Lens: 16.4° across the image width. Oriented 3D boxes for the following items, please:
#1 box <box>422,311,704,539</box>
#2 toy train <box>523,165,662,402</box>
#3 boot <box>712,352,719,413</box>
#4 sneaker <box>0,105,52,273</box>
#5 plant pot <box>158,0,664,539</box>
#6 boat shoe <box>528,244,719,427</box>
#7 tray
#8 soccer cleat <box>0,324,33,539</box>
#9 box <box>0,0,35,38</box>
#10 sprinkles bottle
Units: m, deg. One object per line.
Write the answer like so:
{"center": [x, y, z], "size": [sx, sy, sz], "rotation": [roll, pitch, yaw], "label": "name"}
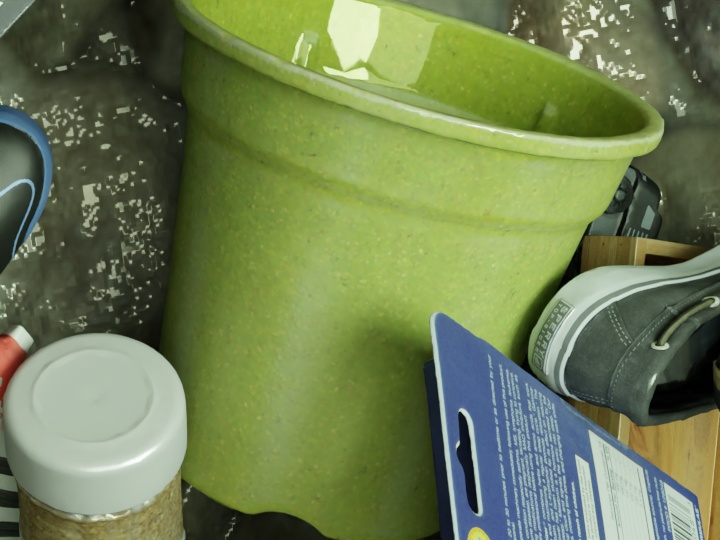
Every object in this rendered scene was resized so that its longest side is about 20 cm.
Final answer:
{"center": [0.076, 0.106, 0.932], "size": [0.032, 0.122, 0.200], "rotation": [-23, 142, 26], "label": "box"}
{"center": [0.087, 0.050, 1.094], "size": [0.046, 0.034, 0.201], "rotation": [18, 93, -27], "label": "toy train"}
{"center": [0.229, -0.009, 0.911], "size": [0.199, 0.077, 0.139], "rotation": [-2, 106, -1], "label": "boot"}
{"center": [-0.199, 0.013, 0.998], "size": [0.200, 0.078, 0.070], "rotation": [-45, 103, -4], "label": "sneaker"}
{"center": [0.000, 0.000, 0.998], "size": [0.199, 0.200, 0.185], "rotation": [12, 106, -14], "label": "plant pot"}
{"center": [0.152, 0.026, 1.000], "size": [0.200, 0.066, 0.070], "rotation": [-4, 121, -49], "label": "boat shoe"}
{"center": [0.131, 0.090, 1.073], "size": [0.098, 0.037, 0.201], "rotation": [7, 87, -40], "label": "tray"}
{"center": [-0.164, 0.067, 0.973], "size": [0.085, 0.068, 0.200], "rotation": [-49, 150, -21], "label": "soccer cleat"}
{"center": [-0.183, -0.071, 0.928], "size": [0.050, 0.198, 0.200], "rotation": [42, 87, -14], "label": "box"}
{"center": [-0.101, 0.113, 0.986], "size": [0.068, 0.068, 0.200], "rotation": [-10, 139, -11], "label": "sprinkles bottle"}
